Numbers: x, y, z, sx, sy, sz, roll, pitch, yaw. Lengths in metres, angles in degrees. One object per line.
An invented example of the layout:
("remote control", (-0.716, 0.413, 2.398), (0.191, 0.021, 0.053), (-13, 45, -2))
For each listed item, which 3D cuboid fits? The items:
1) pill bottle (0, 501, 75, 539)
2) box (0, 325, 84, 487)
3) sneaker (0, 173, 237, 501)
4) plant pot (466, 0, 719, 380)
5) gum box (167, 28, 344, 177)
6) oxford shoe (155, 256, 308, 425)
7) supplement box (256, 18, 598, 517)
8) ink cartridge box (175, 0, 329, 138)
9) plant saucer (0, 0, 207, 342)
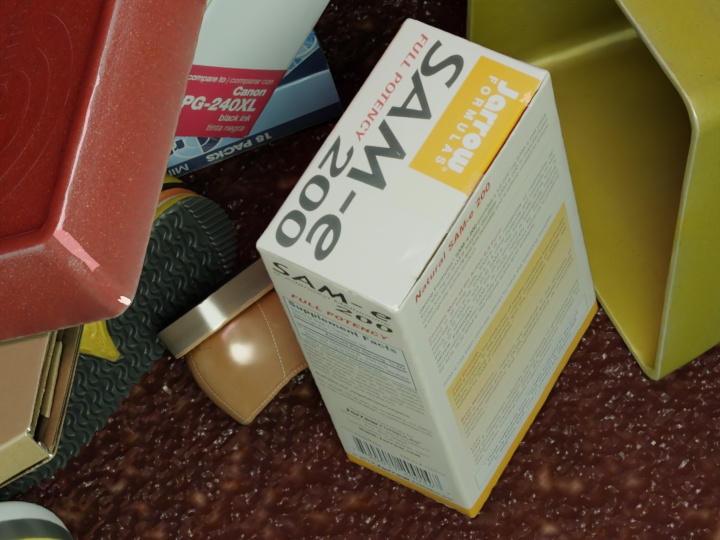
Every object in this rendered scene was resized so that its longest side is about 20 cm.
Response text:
("pill bottle", (-0.128, 0.205, 1.052), (0.114, 0.114, 0.200), (-34, 59, -9))
("box", (-0.206, 0.067, 1.118), (0.199, 0.021, 0.164), (-30, 30, 22))
("sneaker", (-0.152, 0.029, 1.198), (0.200, 0.070, 0.090), (-44, 39, -9))
("plant pot", (0.171, -0.107, 1.134), (0.175, 0.200, 0.201), (-21, 57, -13))
("gum box", (-0.119, -0.138, 1.291), (0.169, 0.045, 0.201), (-20, 59, 0))
("oxford shoe", (0.000, 0.000, 1.185), (0.200, 0.071, 0.071), (-37, 93, -17))
("supplement box", (0.035, 0.004, 1.084), (0.073, 0.200, 0.126), (24, 67, 24))
("ink cartridge box", (-0.069, -0.184, 1.170), (0.145, 0.083, 0.200), (52, 122, 30))
("plant saucer", (-0.157, -0.064, 1.117), (0.199, 0.037, 0.201), (-12, 57, 44))
